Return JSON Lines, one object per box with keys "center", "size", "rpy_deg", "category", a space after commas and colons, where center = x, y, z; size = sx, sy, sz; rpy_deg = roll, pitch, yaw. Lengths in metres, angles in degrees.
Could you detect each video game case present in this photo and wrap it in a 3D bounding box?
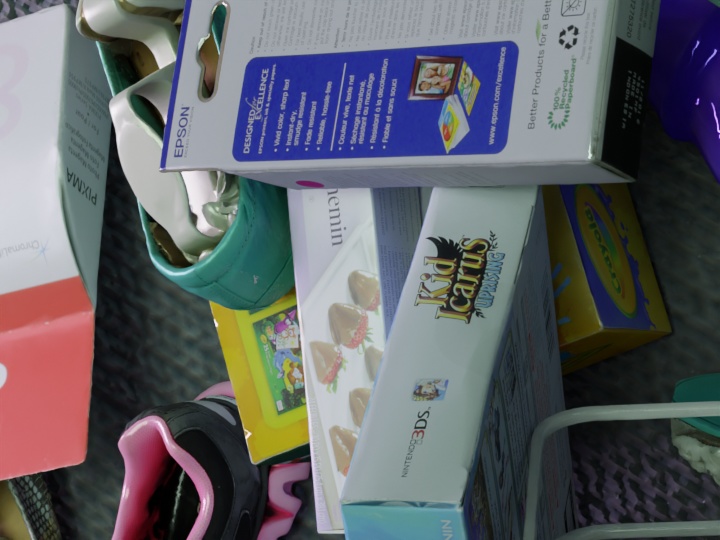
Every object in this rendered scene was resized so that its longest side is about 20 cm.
{"center": [0.041, 0.099, 0.998], "size": [0.045, 0.182, 0.201], "rpy_deg": [0, 126, 12], "category": "video game case"}

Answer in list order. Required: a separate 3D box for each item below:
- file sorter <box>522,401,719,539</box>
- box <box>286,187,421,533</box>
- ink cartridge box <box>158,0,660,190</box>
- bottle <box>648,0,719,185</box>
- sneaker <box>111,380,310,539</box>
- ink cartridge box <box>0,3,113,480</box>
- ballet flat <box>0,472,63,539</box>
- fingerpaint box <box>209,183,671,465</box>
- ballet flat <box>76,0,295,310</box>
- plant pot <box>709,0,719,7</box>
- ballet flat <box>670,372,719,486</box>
{"center": [0.128, 0.160, 0.974], "size": [0.138, 0.125, 0.201], "rpy_deg": [-3, 114, 8], "category": "file sorter"}
{"center": [0.000, 0.000, 1.072], "size": [0.038, 0.041, 0.202], "rpy_deg": [-9, 84, 28], "category": "box"}
{"center": [0.016, -0.079, 1.012], "size": [0.199, 0.037, 0.095], "rpy_deg": [1, 77, 37], "category": "ink cartridge box"}
{"center": [0.173, -0.054, 1.050], "size": [0.200, 0.065, 0.084], "rpy_deg": [34, 102, 26], "category": "bottle"}
{"center": [-0.078, 0.146, 1.159], "size": [0.079, 0.095, 0.202], "rpy_deg": [4, 90, 27], "category": "sneaker"}
{"center": [-0.187, -0.004, 1.220], "size": [0.162, 0.057, 0.201], "rpy_deg": [-14, 55, 27], "category": "ink cartridge box"}
{"center": [-0.167, 0.116, 1.225], "size": [0.072, 0.072, 0.201], "rpy_deg": [-33, 71, 23], "category": "ballet flat"}
{"center": [0.014, -0.042, 1.132], "size": [0.166, 0.073, 0.201], "rpy_deg": [-23, 76, 27], "category": "fingerpaint box"}
{"center": [-0.074, -0.081, 1.102], "size": [0.067, 0.070, 0.201], "rpy_deg": [-25, 75, 27], "category": "ballet flat"}
{"center": [0.182, -0.174, 0.984], "size": [0.200, 0.200, 0.162], "rpy_deg": [22, 122, 28], "category": "plant pot"}
{"center": [0.203, 0.083, 1.026], "size": [0.199, 0.072, 0.072], "rpy_deg": [5, 89, 29], "category": "ballet flat"}
